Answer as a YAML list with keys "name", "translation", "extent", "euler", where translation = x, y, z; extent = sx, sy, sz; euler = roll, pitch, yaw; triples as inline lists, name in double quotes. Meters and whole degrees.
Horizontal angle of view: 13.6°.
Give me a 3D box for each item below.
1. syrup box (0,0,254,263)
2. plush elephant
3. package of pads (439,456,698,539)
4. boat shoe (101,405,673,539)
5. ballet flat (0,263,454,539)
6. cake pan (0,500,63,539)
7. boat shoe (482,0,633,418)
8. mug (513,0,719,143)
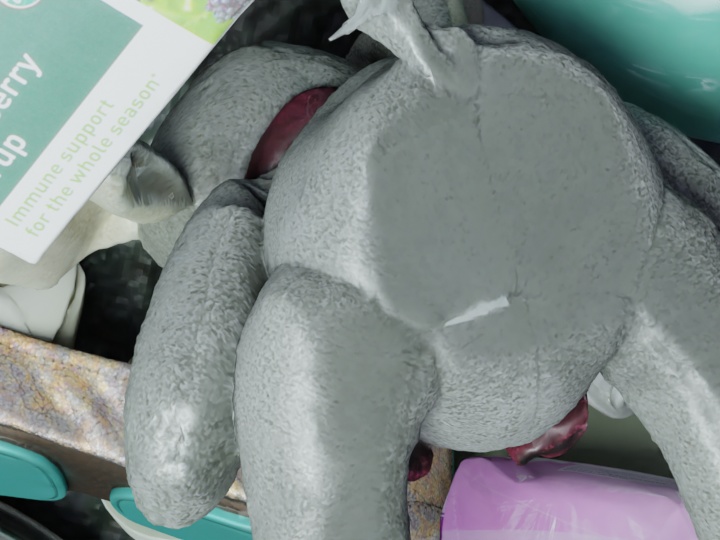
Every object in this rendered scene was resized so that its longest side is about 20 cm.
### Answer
- name: "syrup box"
  translation: [-0.078, -0.096, 0.667]
  extent: [0.081, 0.200, 0.079]
  euler: [31, 115, -22]
- name: "plush elephant"
  translation: [0.000, 0.000, 0.716]
  extent: [0.164, 0.155, 0.201]
  euler: [-20, 94, -19]
- name: "package of pads"
  translation: [0.113, 0.119, 0.744]
  extent: [0.199, 0.076, 0.121]
  euler: [8, 88, 28]
- name: "boat shoe"
  translation: [0.028, 0.054, 0.858]
  extent: [0.200, 0.061, 0.072]
  euler: [-3, 67, 5]
- name: "ballet flat"
  translation: [-0.069, 0.034, 0.808]
  extent: [0.199, 0.068, 0.068]
  euler: [16, 71, -1]
- name: "cake pan"
  translation: [-0.136, 0.149, 0.804]
  extent: [0.199, 0.037, 0.201]
  euler: [4, 77, -16]
- name: "boat shoe"
  translation: [0.071, 0.007, 0.810]
  extent: [0.065, 0.074, 0.200]
  euler: [-46, 68, -1]
- name: "mug"
  translation: [0.091, -0.131, 0.752]
  extent: [0.151, 0.114, 0.186]
  euler: [-21, 76, 11]
